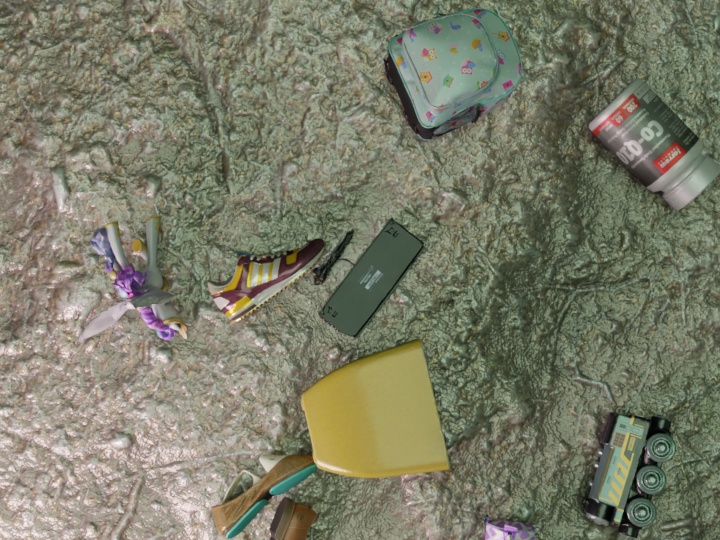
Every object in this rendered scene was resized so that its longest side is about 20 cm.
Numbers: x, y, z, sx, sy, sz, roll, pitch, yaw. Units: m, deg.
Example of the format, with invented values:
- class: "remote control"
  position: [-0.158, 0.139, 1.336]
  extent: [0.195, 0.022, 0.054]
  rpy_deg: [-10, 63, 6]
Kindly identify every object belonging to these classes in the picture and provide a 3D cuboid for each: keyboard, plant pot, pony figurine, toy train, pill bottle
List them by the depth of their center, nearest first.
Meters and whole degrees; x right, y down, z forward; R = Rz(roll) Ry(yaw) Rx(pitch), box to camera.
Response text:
- class: "plant pot"
  position: [0.018, 0.221, 1.685]
  extent: [0.199, 0.196, 0.195]
  rpy_deg: [-13, 86, 2]
- class: "pony figurine"
  position: [-0.349, 0.024, 1.699]
  extent: [0.166, 0.193, 0.201]
  rpy_deg: [-21, 87, 30]
- class: "toy train"
  position: [0.428, 0.320, 1.743]
  extent: [0.114, 0.085, 0.201]
  rpy_deg: [17, 87, 12]
- class: "pill bottle"
  position: [0.475, -0.201, 1.760]
  extent: [0.114, 0.114, 0.200]
  rpy_deg: [-44, 88, -4]
- class: "keyboard"
  position: [0.000, 0.000, 1.782]
  extent: [0.127, 0.021, 0.200]
  rpy_deg: [38, 85, -4]

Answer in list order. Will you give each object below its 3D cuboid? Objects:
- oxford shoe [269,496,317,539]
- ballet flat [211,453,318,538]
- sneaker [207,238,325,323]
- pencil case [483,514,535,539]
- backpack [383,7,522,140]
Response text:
- class: "oxford shoe"
  position: [-0.125, 0.463, 1.723]
  extent: [0.071, 0.071, 0.201]
  rpy_deg: [24, 89, -14]
- class: "ballet flat"
  position: [-0.156, 0.339, 1.738]
  extent: [0.200, 0.068, 0.072]
  rpy_deg: [-39, 69, 0]
- class: "sneaker"
  position: [-0.150, -0.005, 1.750]
  extent: [0.200, 0.075, 0.090]
  rpy_deg: [-37, 93, -5]
- class: "pencil case"
  position: [0.231, 0.490, 1.719]
  extent: [0.084, 0.086, 0.201]
  rpy_deg: [4, 87, 1]
- class: "backpack"
  position: [0.157, -0.326, 1.746]
  extent: [0.199, 0.153, 0.176]
  rpy_deg: [-22, 81, -9]
